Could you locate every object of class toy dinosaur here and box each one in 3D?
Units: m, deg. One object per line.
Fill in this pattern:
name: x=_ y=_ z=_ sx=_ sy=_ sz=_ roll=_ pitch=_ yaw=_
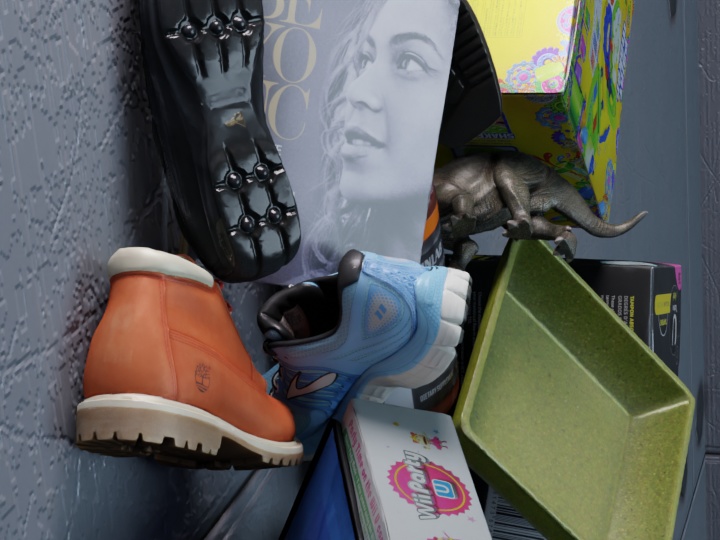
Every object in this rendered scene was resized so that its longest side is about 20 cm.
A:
toy dinosaur: x=0.085 y=-0.047 z=1.229 sx=0.102 sy=0.200 sz=0.077 roll=-104 pitch=-179 yaw=-45

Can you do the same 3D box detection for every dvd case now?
dvd case: x=-0.020 y=-0.089 z=1.048 sx=0.149 sy=0.016 sz=0.200 roll=8 pitch=91 yaw=-30

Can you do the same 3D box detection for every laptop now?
laptop: x=-0.075 y=0.190 z=0.962 sx=0.200 sy=0.103 sz=0.177 roll=-14 pitch=135 yaw=-46

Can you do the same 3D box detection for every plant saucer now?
plant saucer: x=0.134 y=0.101 z=1.254 sx=0.200 sy=0.048 sz=0.200 roll=44 pitch=40 yaw=-22

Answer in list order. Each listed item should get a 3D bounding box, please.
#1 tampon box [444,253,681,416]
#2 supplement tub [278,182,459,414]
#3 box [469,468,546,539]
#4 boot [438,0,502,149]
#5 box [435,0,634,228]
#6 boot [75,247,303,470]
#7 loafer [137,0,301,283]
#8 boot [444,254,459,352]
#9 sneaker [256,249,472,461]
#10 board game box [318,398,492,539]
tampon box: x=0.138 y=0.053 z=1.451 sx=0.150 sy=0.200 sz=0.126 roll=-4 pitch=96 yaw=-73
supplement tub: x=0.000 y=0.000 z=1.161 sx=0.107 sy=0.107 sz=0.200 roll=-63 pitch=150 yaw=-54
box: x=0.100 y=0.202 z=1.394 sx=0.200 sy=0.104 sz=0.148 roll=110 pitch=-10 yaw=-74
boot: x=0.028 y=-0.174 z=1.165 sx=0.200 sy=0.077 sz=0.138 roll=56 pitch=18 yaw=-2
box: x=0.112 y=-0.160 z=1.313 sx=0.193 sy=0.122 sz=0.200 roll=59 pitch=37 yaw=-59
boot: x=-0.080 y=0.050 z=0.975 sx=0.200 sy=0.075 sz=0.107 roll=37 pitch=51 yaw=-68
loafer: x=-0.083 y=-0.091 z=0.969 sx=0.068 sy=0.070 sz=0.201 roll=-14 pitch=94 yaw=-32
boot: x=0.027 y=0.071 z=1.299 sx=0.200 sy=0.076 sz=0.168 roll=-9 pitch=104 yaw=-79
sneaker: x=-0.022 y=0.038 z=1.048 sx=0.200 sy=0.090 sz=0.078 roll=-42 pitch=-151 yaw=48
board game box: x=0.001 y=0.193 z=1.001 sx=0.148 sy=0.064 sz=0.200 roll=-106 pitch=-148 yaw=-57
